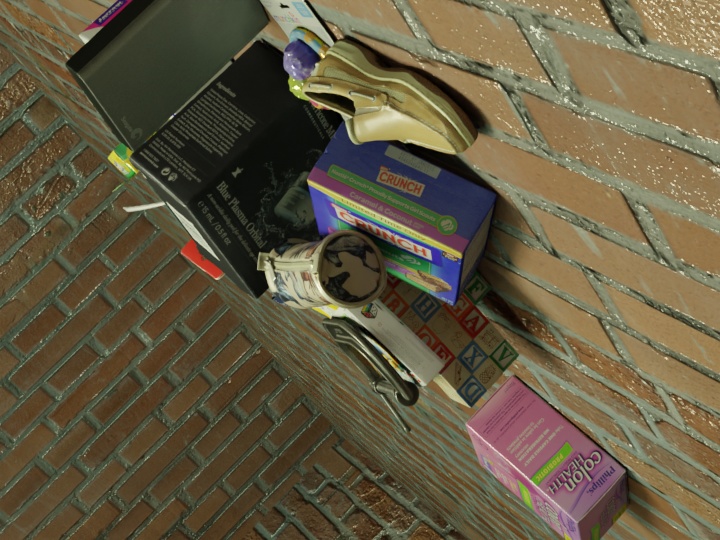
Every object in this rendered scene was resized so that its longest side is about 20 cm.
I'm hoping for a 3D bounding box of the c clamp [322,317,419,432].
[{"bbox_3d":[0.021,0.114,1.550,0.171,0.027,0.200,50,171,-1],"label":"c clamp"}]

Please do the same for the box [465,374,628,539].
[{"bbox_3d":[0.253,0.263,1.854,0.200,0.097,0.176,40,168,25],"label":"box"}]

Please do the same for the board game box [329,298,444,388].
[{"bbox_3d":[0.025,0.081,1.557,0.126,0.035,0.200,44,170,2],"label":"board game box"}]

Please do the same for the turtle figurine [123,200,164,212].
[{"bbox_3d":[-0.199,-0.130,1.977,0.194,0.200,0.144,36,-159,25],"label":"turtle figurine"}]

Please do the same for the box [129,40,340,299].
[{"bbox_3d":[-0.116,-0.110,1.547,0.117,0.200,0.197,38,168,37],"label":"box"}]

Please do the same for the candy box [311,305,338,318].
[{"bbox_3d":[-0.020,0.025,1.668,0.200,0.026,0.102,28,142,-3],"label":"candy box"}]

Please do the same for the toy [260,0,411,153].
[{"bbox_3d":[-0.037,-0.182,1.383,0.200,0.047,0.115,50,167,-26],"label":"toy"}]

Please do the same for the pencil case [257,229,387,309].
[{"bbox_3d":[-0.040,0.001,1.429,0.089,0.078,0.200,1,178,-19],"label":"pencil case"}]

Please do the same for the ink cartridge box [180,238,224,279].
[{"bbox_3d":[-0.122,-0.056,1.781,0.116,0.200,0.067,32,164,52],"label":"ink cartridge box"}]

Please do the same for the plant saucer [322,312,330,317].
[{"bbox_3d":[0.000,0.000,1.679,0.200,0.037,0.200,17,144,12],"label":"plant saucer"}]

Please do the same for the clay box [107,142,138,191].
[{"bbox_3d":[-0.265,-0.188,1.825,0.048,0.200,0.115,47,169,-9],"label":"clay box"}]

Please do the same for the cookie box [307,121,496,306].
[{"bbox_3d":[0.041,-0.053,1.398,0.171,0.075,0.200,27,167,9],"label":"cookie box"}]

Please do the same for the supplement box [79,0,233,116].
[{"bbox_3d":[-0.255,-0.272,1.740,0.200,0.101,0.103,31,163,52],"label":"supplement box"}]

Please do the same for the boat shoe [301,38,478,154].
[{"bbox_3d":[0.021,-0.140,1.242,0.200,0.076,0.072,34,165,46],"label":"boat shoe"}]

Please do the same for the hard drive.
[{"bbox_3d":[-0.189,-0.227,1.376,0.033,0.200,0.140,39,168,28],"label":"hard drive"}]

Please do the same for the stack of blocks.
[{"bbox_3d":[0.092,0.046,1.585,0.200,0.115,0.059,48,169,-19],"label":"stack of blocks"}]
